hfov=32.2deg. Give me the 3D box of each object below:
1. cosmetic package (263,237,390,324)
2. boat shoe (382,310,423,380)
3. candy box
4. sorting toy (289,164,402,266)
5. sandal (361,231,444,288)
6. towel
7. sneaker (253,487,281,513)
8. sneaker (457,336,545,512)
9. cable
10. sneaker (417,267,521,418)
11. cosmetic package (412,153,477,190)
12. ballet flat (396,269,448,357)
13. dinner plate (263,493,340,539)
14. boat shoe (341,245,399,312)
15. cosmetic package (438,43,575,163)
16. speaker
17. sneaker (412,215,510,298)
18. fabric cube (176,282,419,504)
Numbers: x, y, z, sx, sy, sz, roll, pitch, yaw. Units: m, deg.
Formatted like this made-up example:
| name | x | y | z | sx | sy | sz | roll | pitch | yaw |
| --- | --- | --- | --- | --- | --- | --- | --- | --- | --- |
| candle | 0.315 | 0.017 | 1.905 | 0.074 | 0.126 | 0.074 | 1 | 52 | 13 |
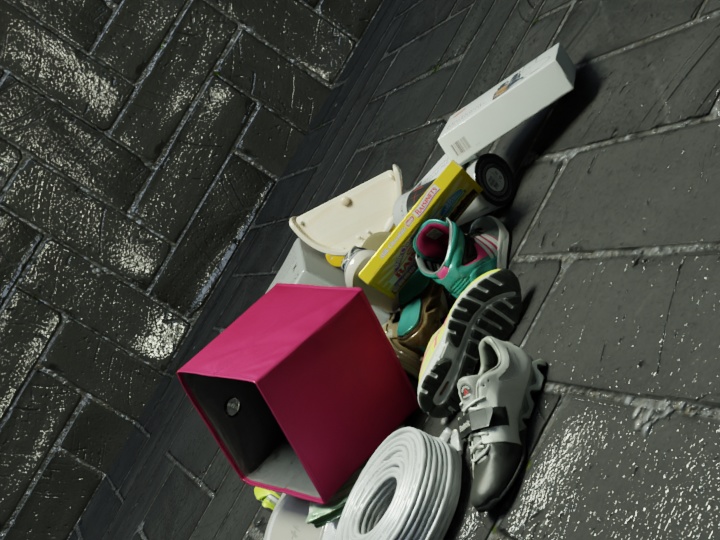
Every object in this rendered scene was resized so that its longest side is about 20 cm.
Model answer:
| name | x | y | z | sx | sy | sz | roll | pitch | yaw |
| --- | --- | --- | --- | --- | --- | --- | --- | --- | --- |
| cosmetic package | -0.068 | 0.077 | 2.023 | 0.168 | 0.165 | 0.200 | -58 | 14 | 11 |
| boat shoe | 0.059 | 0.100 | 1.750 | 0.065 | 0.072 | 0.200 | -57 | 8 | 5 |
| candy box | 0.083 | -0.053 | 1.695 | 0.200 | 0.026 | 0.102 | -51 | -27 | 4 |
| sorting toy | 0.003 | -0.091 | 2.082 | 0.199 | 0.108 | 0.180 | -26 | 5 | 11 |
| sandal | 0.075 | 0.007 | 1.911 | 0.078 | 0.070 | 0.211 | -46 | 34 | -12 |
| towel | -0.007 | 0.248 | 1.637 | 0.152 | 0.024 | 0.200 | -30 | 19 | 9 |
| sneaker | -0.123 | 0.312 | 1.950 | 0.081 | 0.074 | 0.200 | -47 | 21 | 4 |
| sneaker | 0.132 | 0.159 | 1.329 | 0.074 | 0.088 | 0.201 | -40 | 24 | 47 |
| cable | 0.040 | 0.278 | 1.424 | 0.201 | 0.069 | 0.200 | -53 | 15 | 20 |
| sneaker | 0.125 | 0.079 | 1.544 | 0.201 | 0.078 | 0.090 | -57 | 12 | 8 |
| cosmetic package | 0.107 | -0.092 | 2.035 | 0.200 | 0.051 | 0.152 | -47 | 20 | 37 |
| ballet flat | 0.091 | 0.055 | 1.723 | 0.068 | 0.072 | 0.201 | -34 | 22 | 21 |
| dinner plate | -0.081 | 0.351 | 1.674 | 0.200 | 0.024 | 0.202 | -38 | 38 | 37 |
| boat shoe | 0.000 | 0.000 | 1.774 | 0.075 | 0.092 | 0.200 | -52 | -25 | -2 |
| cosmetic package | 0.212 | -0.239 | 1.786 | 0.199 | 0.052 | 0.151 | -33 | 8 | 19 |
| speaker | 0.135 | -0.103 | 1.838 | 0.199 | 0.081 | 0.082 | -23 | 36 | 52 |
| sneaker | 0.130 | -0.034 | 1.674 | 0.084 | 0.120 | 0.201 | -50 | 16 | 28 |
| fabric cube | -0.081 | 0.153 | 1.635 | 0.199 | 0.197 | 0.199 | -43 | 26 | -30 |
